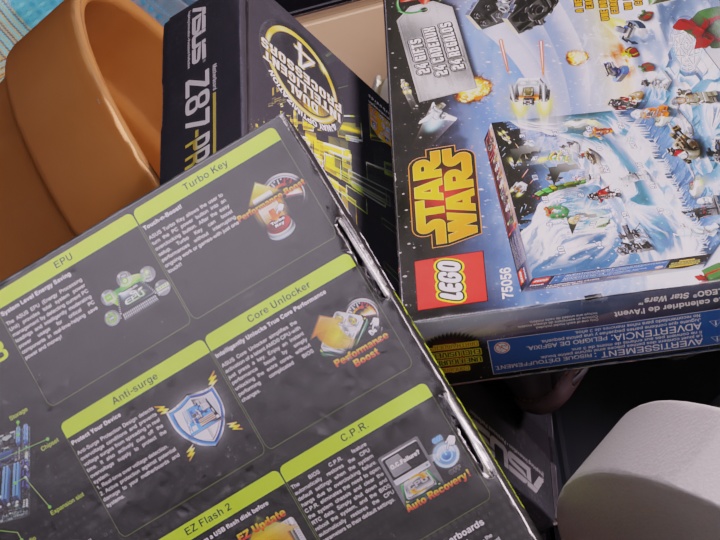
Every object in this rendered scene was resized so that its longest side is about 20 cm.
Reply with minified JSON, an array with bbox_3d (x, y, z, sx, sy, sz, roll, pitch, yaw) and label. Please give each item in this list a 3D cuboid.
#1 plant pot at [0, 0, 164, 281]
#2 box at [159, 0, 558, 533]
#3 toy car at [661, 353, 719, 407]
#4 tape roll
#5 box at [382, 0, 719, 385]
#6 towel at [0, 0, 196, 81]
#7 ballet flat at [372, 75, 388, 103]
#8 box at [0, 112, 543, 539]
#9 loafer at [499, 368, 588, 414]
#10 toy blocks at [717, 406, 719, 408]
[{"bbox_3d":[-0.109,0.001,1.172,0.140,0.200,0.200,-36,46,11],"label":"plant pot"},{"bbox_3d":[0.000,0.000,1.108,0.049,0.200,0.161,-28,40,27],"label":"box"},{"bbox_3d":[0.191,-0.023,1.109,0.200,0.158,0.164,-43,17,12],"label":"toy car"},{"bbox_3d":[0.156,0.126,0.947,0.203,0.203,0.037,27,64,36],"label":"tape roll"},{"bbox_3d":[0.081,-0.045,1.088,0.137,0.040,0.200,-7,43,5],"label":"box"},{"bbox_3d":[-0.166,-0.083,1.366,0.200,0.022,0.147,-38,48,-12],"label":"towel"},{"bbox_3d":[0.044,-0.084,1.251,0.068,0.075,0.200,19,60,33],"label":"ballet flat"},{"bbox_3d":[-0.061,0.079,0.954,0.200,0.048,0.193,-32,75,2],"label":"box"},{"bbox_3d":[0.089,-0.009,1.166,0.072,0.063,0.200,-7,23,26],"label":"loafer"},{"bbox_3d":[0.227,0.063,1.026,0.200,0.137,0.100,-31,49,3],"label":"toy blocks"}]
